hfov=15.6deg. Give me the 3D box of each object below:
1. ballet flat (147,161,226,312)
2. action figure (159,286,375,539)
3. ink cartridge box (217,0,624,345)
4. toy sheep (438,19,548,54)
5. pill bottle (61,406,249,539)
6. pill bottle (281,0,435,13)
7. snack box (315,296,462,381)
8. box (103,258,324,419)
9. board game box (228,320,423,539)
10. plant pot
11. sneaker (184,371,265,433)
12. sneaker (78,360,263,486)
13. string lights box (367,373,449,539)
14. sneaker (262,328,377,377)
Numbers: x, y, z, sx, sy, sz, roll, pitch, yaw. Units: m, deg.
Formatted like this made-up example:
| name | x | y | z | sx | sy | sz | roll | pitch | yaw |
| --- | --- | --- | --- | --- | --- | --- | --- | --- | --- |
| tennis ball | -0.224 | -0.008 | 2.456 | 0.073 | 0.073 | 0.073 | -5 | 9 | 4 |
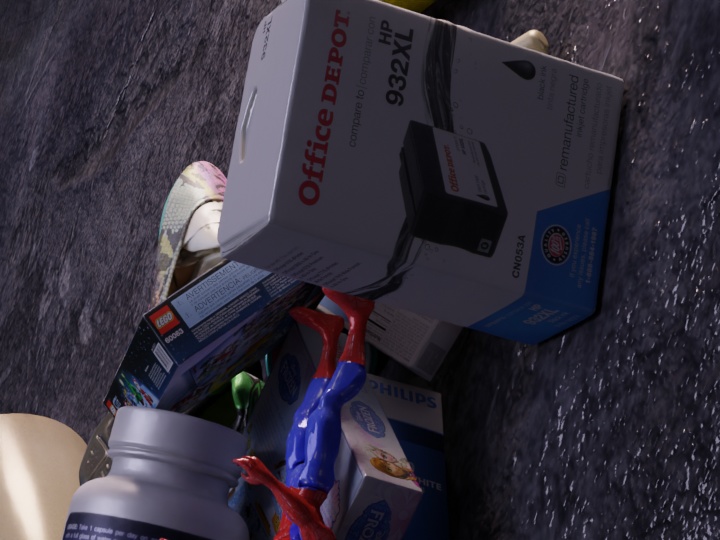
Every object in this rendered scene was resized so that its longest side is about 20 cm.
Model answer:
| name | x | y | z | sx | sy | sz | roll | pitch | yaw |
| --- | --- | --- | --- | --- | --- | --- | --- | --- | --- |
| ballet flat | -0.111 | 0.013 | 1.815 | 0.071 | 0.069 | 0.201 | -18 | 50 | 52 |
| action figure | -0.051 | 0.104 | 1.457 | 0.065 | 0.098 | 0.201 | -37 | 44 | 56 |
| ink cartridge box | 0.035 | -0.058 | 1.466 | 0.084 | 0.199 | 0.146 | 150 | 132 | -64 |
| toy sheep | 0.030 | -0.089 | 1.609 | 0.199 | 0.138 | 0.139 | -24 | 43 | 22 |
| pill bottle | -0.127 | 0.187 | 1.551 | 0.111 | 0.110 | 0.201 | 162 | 123 | -67 |
| pill bottle | 0.014 | -0.224 | 1.789 | 0.200 | 0.109 | 0.110 | 147 | 135 | -63 |
| snack box | 0.000 | 0.000 | 1.666 | 0.200 | 0.024 | 0.072 | 31 | 90 | 50 |
| box | -0.081 | 0.032 | 1.596 | 0.136 | 0.038 | 0.200 | -35 | -7 | -20 |
| board game box | -0.042 | 0.161 | 1.571 | 0.200 | 0.041 | 0.200 | -65 | 23 | 19 |
| plant pot | -0.283 | 0.256 | 2.191 | 0.188 | 0.186 | 0.200 | -63 | 36 | 29 |
| sneaker | -0.131 | 0.146 | 1.757 | 0.078 | 0.085 | 0.200 | 26 | 73 | 39 |
| sneaker | -0.124 | 0.126 | 1.877 | 0.200 | 0.076 | 0.115 | -52 | -43 | -48 |
| string lights box | 0.007 | 0.174 | 1.582 | 0.103 | 0.059 | 0.201 | 125 | 153 | -43 |
| sneaker | -0.038 | 0.045 | 1.784 | 0.200 | 0.083 | 0.121 | -45 | 25 | 53 |
